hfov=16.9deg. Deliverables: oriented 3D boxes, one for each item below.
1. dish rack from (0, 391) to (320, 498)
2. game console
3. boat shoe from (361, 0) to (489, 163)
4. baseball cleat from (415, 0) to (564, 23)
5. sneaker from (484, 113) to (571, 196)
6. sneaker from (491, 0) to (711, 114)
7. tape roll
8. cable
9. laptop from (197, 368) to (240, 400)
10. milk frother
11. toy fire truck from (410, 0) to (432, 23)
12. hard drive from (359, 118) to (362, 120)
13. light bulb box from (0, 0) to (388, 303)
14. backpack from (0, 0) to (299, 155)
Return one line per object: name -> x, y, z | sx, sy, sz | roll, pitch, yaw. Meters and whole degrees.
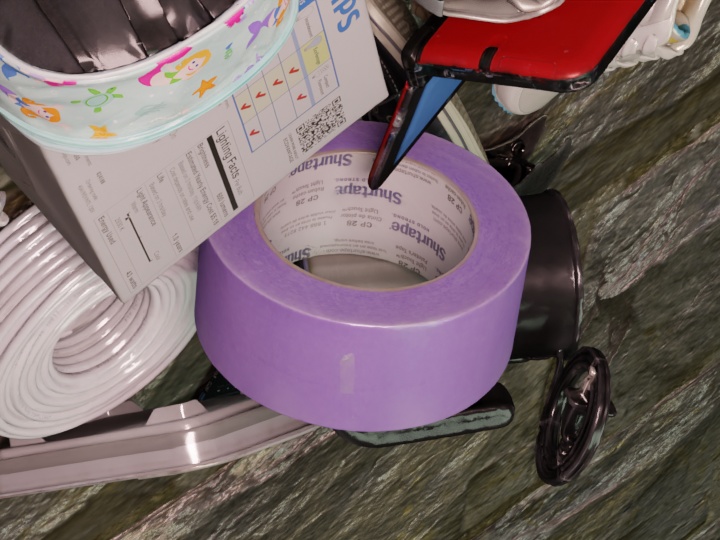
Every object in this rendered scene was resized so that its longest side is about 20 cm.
dish rack -> -0.143, 0.110, 1.631 | 0.200, 0.044, 0.172 | -12, -178, 30
game console -> 0.109, -0.136, 1.444 | 0.200, 0.172, 0.119 | -52, 140, -38
boat shoe -> 0.027, -0.114, 1.570 | 0.062, 0.075, 0.200 | -24, 140, 8
baseball cleat -> 0.104, -0.198, 1.386 | 0.200, 0.106, 0.070 | -33, 148, -21
sneaker -> 0.069, -0.043, 1.799 | 0.200, 0.060, 0.104 | -20, 142, -39
sneaker -> 0.168, -0.165, 1.589 | 0.200, 0.081, 0.076 | -42, 160, 22
tape roll -> 0.000, 0.000, 1.471 | 0.200, 0.200, 0.085 | -25, 138, -34
cable -> -0.172, 0.020, 1.520 | 0.200, 0.069, 0.200 | -13, 143, -48
laptop -> -0.011, 0.076, 1.816 | 0.177, 0.103, 0.200 | -11, 141, -49
milk frother -> 0.055, 0.047, 1.588 | 0.188, 0.200, 0.181 | -5, 101, -10
toy fire truck -> 0.075, -0.199, 1.558 | 0.200, 0.049, 0.141 | -1, 133, -56
hard drive -> -0.032, -0.060, 1.654 | 0.200, 0.026, 0.132 | -27, 152, -29
light bulb box -> -0.108, -0.120, 1.319 | 0.200, 0.125, 0.198 | -39, 155, -11
backpack -> -0.128, -0.153, 1.141 | 0.177, 0.200, 0.151 | -36, 155, -17
